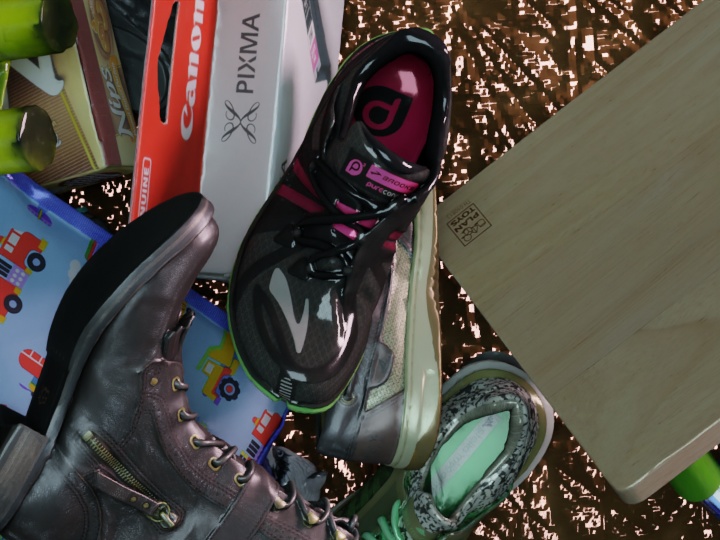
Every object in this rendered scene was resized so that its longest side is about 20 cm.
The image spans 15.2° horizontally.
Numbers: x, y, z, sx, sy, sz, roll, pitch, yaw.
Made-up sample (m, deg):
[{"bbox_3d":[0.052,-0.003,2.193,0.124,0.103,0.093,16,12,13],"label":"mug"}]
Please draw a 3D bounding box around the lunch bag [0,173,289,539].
[{"bbox_3d":[-0.129,0.071,1.289,0.200,0.094,0.151,31,66,-6],"label":"lunch bag"}]

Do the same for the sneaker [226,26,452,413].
[{"bbox_3d":[-0.009,-0.030,1.272,0.077,0.084,0.200,19,74,-6],"label":"sneaker"}]

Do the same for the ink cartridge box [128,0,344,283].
[{"bbox_3d":[-0.056,-0.094,1.322,0.044,0.174,0.200,5,88,16],"label":"ink cartridge box"}]

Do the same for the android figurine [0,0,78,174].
[{"bbox_3d":[-0.231,-0.082,1.290,0.200,0.041,0.182,-2,67,28],"label":"android figurine"}]

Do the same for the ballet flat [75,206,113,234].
[{"bbox_3d":[-0.210,0.038,1.379,0.200,0.073,0.073,-26,87,-1],"label":"ballet flat"}]

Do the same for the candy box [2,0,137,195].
[{"bbox_3d":[-0.219,-0.081,1.366,0.200,0.055,0.116,-15,87,17],"label":"candy box"}]

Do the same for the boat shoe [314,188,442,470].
[{"bbox_3d":[0.000,0.001,1.342,0.066,0.072,0.201,4,67,-20],"label":"boat shoe"}]

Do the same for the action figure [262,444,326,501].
[{"bbox_3d":[-0.114,0.116,1.370,0.193,0.105,0.200,-12,73,-5],"label":"action figure"}]

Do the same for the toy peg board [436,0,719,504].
[{"bbox_3d":[0.170,0.002,1.342,0.200,0.098,0.199,-37,53,1],"label":"toy peg board"}]

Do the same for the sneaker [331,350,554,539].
[{"bbox_3d":[0.023,0.127,1.353,0.077,0.089,0.200,34,90,3],"label":"sneaker"}]

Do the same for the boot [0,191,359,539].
[{"bbox_3d":[-0.072,0.082,1.230,0.174,0.069,0.200,32,96,-18],"label":"boot"}]

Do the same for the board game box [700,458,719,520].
[{"bbox_3d":[0.290,0.128,1.363,0.152,0.045,0.200,-45,86,0],"label":"board game box"}]

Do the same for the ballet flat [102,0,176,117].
[{"bbox_3d":[-0.147,-0.160,1.401,0.066,0.057,0.200,-39,81,26],"label":"ballet flat"}]
